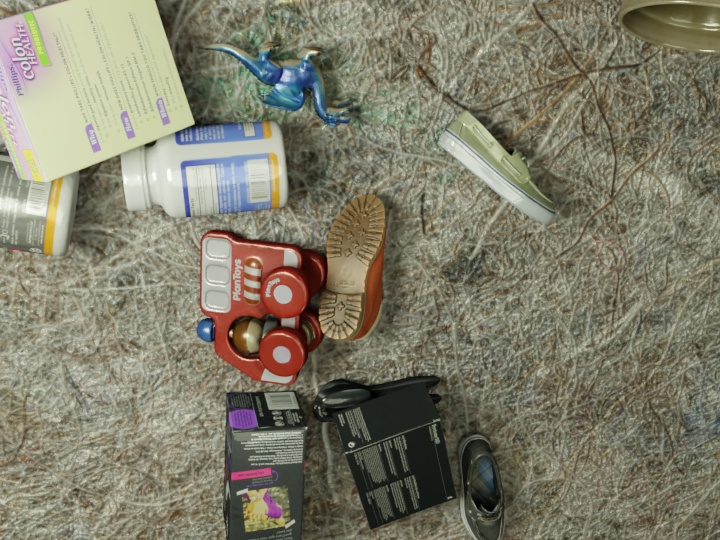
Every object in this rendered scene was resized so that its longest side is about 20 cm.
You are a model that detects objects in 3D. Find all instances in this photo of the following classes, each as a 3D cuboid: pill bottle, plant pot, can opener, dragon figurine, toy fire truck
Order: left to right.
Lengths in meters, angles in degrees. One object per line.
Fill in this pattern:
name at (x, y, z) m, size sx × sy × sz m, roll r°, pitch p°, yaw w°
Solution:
pill bottle at (-0.449, -0.088, 1.147) m, size 0.198 × 0.116 × 0.117 m, roll 9°, pitch 107°, yaw -14°
pill bottle at (-0.195, -0.125, 1.188) m, size 0.198 × 0.112 × 0.113 m, roll -6°, pitch 110°, yaw -9°
toy fire truck at (-0.138, 0.051, 1.275) m, size 0.166 × 0.112 × 0.202 m, roll 8°, pitch 108°, yaw 11°
dragon figurine at (-0.099, -0.234, 1.197) m, size 0.198 × 0.059 × 0.100 m, roll 3°, pitch 108°, yaw -14°
can opener at (0.026, 0.188, 1.371) m, size 0.198 × 0.079 × 0.064 m, roll -1°, pitch 102°, yaw -21°
plant pot at (0.441, -0.388, 1.199) m, size 0.198 × 0.200 × 0.175 m, roll 11°, pitch 91°, yaw -15°

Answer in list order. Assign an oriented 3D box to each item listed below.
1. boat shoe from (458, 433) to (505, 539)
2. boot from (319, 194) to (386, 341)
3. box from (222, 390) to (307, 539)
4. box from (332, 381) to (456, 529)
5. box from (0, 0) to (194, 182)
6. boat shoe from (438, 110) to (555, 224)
boat shoe at (0.193, 0.349, 1.456) m, size 0.069 × 0.066 × 0.202 m, roll -10°, pitch 110°, yaw -8°
boot at (0.000, 0.000, 1.297) m, size 0.074 × 0.107 × 0.202 m, roll 11°, pitch 84°, yaw 23°
box at (-0.137, 0.285, 1.336) m, size 0.105 × 0.122 × 0.202 m, roll 0°, pitch 109°, yaw -12°
box at (0.052, 0.269, 1.360) m, size 0.140 × 0.079 × 0.201 m, roll -17°, pitch 134°, yaw -3°
box at (-0.321, -0.220, 1.092) m, size 0.199 × 0.096 × 0.177 m, roll -29°, pitch 114°, yaw -32°
boat shoe at (0.197, -0.137, 1.285) m, size 0.199 × 0.072 × 0.062 m, roll 35°, pitch 102°, yaw -17°
